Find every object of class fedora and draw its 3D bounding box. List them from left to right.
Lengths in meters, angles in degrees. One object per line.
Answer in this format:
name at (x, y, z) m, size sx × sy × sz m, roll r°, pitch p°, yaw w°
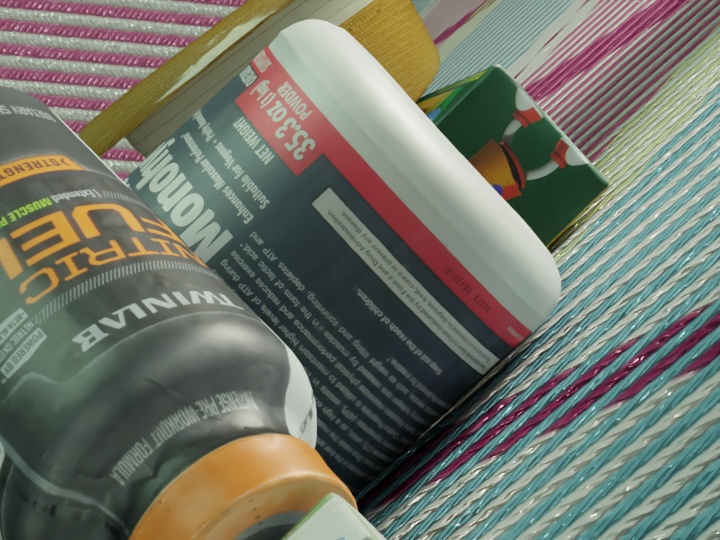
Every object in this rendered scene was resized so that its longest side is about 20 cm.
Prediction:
fedora at (-0.030, -0.079, 1.222) m, size 0.200 × 0.082 × 0.201 m, roll -37°, pitch 4°, yaw 3°

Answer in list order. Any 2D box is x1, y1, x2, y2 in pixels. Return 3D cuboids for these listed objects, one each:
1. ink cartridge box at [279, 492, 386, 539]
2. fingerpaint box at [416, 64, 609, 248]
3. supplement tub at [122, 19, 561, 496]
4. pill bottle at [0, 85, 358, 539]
ink cartridge box at (-0.036, 0.129, 0.710) m, size 0.146 × 0.048 × 0.200 m, roll -43°, pitch 4°, yaw -3°
fingerpaint box at (0.000, 0.000, 1.215) m, size 0.167 × 0.073 × 0.200 m, roll -44°, pitch 6°, yaw -8°
supplement tub at (-0.041, 0.022, 1.017) m, size 0.200 × 0.140 × 0.140 m, roll -43°, pitch 6°, yaw 4°
pill bottle at (-0.084, 0.035, 0.880) m, size 0.106 × 0.200 × 0.106 m, roll -26°, pitch -42°, yaw -26°
